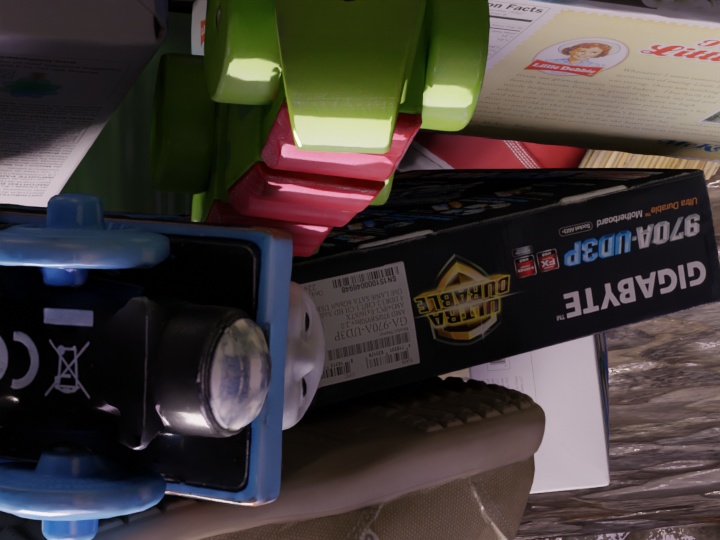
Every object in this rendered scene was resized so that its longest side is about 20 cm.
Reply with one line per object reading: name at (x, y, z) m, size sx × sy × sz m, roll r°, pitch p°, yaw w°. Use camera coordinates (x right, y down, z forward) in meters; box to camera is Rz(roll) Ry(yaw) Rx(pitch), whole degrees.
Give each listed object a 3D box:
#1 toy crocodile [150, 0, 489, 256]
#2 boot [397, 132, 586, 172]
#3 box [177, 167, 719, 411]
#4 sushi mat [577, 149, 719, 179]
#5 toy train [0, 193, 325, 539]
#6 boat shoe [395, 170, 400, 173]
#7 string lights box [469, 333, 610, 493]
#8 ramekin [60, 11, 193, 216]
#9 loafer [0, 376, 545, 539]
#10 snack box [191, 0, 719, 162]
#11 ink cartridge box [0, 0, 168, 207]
toy crocodile at (-0.015, -0.036, 0.551) m, size 0.067 × 0.062 × 0.200 m, roll 6°, pitch 165°, yaw -13°
boot at (0.100, -0.065, 0.861) m, size 0.143 × 0.073 × 0.200 m, roll -13°, pitch 160°, yaw 30°
box at (0.000, 0.000, 0.724) m, size 0.158 × 0.046 × 0.200 m, roll -13°, pitch -172°, yaw -27°
sushi mat at (0.119, -0.055, 0.809) m, size 0.095 × 0.012 × 0.200 m, roll -31°, pitch 166°, yaw -15°
toy train at (-0.101, 0.017, 0.565) m, size 0.199 × 0.087 × 0.114 m, roll 4°, pitch -175°, yaw 27°
boat shoe at (0.020, -0.016, 0.967) m, size 0.067 × 0.072 × 0.200 m, roll 33°, pitch 175°, yaw -3°
string lights box at (0.086, 0.028, 1.019) m, size 0.059 × 0.104 × 0.200 m, roll -6°, pitch -169°, yaw 8°
ramekin at (-0.103, -0.029, 0.890) m, size 0.198 × 0.098 × 0.200 m, roll -3°, pitch 167°, yaw -1°
loafer at (-0.029, 0.082, 0.596) m, size 0.199 × 0.069 × 0.076 m, roll -12°, pitch -168°, yaw -29°
snack box at (0.062, -0.071, 0.621) m, size 0.199 × 0.037 × 0.116 m, roll 5°, pitch 165°, yaw -22°
ink cartridge box at (-0.145, -0.069, 0.612) m, size 0.135 × 0.077 × 0.200 m, roll 1°, pitch 164°, yaw -19°
